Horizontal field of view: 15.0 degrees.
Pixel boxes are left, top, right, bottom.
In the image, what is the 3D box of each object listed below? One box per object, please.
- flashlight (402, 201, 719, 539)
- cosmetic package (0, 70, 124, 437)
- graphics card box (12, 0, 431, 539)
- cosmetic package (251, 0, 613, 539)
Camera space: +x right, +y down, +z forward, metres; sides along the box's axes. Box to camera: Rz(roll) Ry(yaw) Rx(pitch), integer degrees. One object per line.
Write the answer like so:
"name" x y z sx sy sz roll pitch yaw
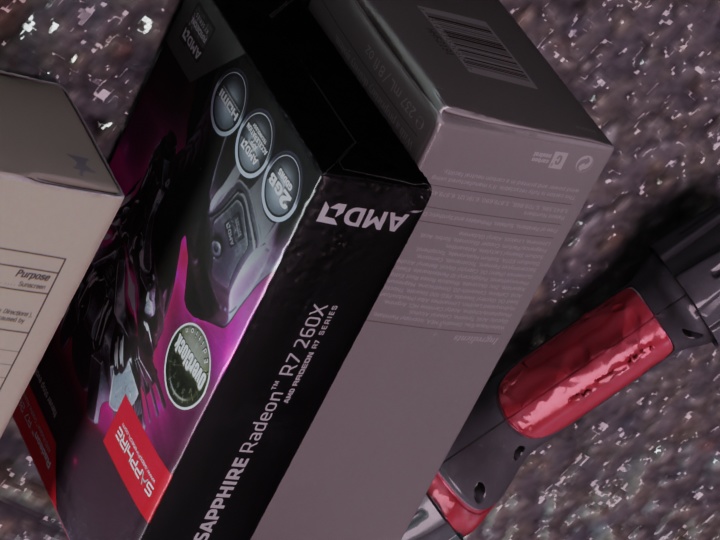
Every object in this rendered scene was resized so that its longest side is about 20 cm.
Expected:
"flashlight" 0.082 0.046 1.127 0.200 0.068 0.068 -35 133 3
"cosmetic package" -0.175 0.024 0.958 0.105 0.071 0.200 12 121 -36
"graphics card box" -0.056 0.012 0.977 0.051 0.126 0.201 9 123 -34
"cosmetic package" 0.000 0.000 1.013 0.090 0.107 0.201 9 120 -35
